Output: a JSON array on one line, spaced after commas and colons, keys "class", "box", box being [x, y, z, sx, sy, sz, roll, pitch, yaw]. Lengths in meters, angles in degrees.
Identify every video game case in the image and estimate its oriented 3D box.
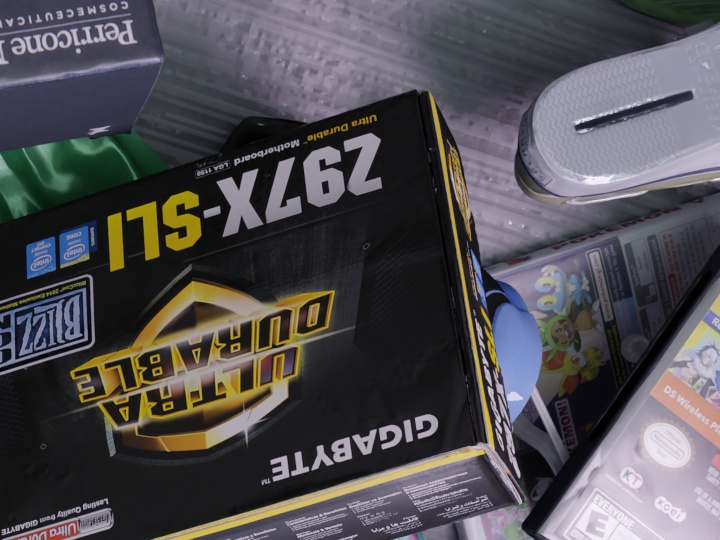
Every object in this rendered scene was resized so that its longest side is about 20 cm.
[{"class": "video game case", "box": [0.197, 0.095, 0.946, 0.200, 0.026, 0.181, 38, 83, -12]}, {"class": "video game case", "box": [0.126, 0.079, 1.032, 0.182, 0.023, 0.200, -18, 105, -14]}]

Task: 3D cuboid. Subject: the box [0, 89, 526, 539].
[{"class": "box", "box": [-0.050, 0.034, 0.814, 0.200, 0.160, 0.049, -17, 142, 13]}]

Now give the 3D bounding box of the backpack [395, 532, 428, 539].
[{"class": "backpack", "box": [-0.059, 0.117, 0.903, 0.153, 0.176, 0.200, 19, 95, -34]}]

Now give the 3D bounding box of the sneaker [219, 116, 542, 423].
[{"class": "sneaker", "box": [0.000, 0.000, 0.885, 0.078, 0.200, 0.070, 28, 102, -32]}]

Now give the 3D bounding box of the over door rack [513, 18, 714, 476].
[{"class": "over door rack", "box": [0.120, 0.008, 0.977, 0.148, 0.067, 0.200, -23, 92, -14]}]

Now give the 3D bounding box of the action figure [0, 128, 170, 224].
[{"class": "action figure", "box": [-0.150, -0.065, 0.907, 0.118, 0.055, 0.200, -33, 100, -8]}]

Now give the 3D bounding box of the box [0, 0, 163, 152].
[{"class": "box", "box": [-0.171, -0.146, 0.830, 0.148, 0.107, 0.200, -11, 83, -15]}]

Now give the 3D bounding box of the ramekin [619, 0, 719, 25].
[{"class": "ramekin", "box": [0.176, -0.203, 0.959, 0.200, 0.098, 0.200, -3, 100, -16]}]

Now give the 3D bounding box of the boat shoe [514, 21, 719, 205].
[{"class": "boat shoe", "box": [0.155, -0.072, 0.923, 0.200, 0.062, 0.072, -11, 83, -11]}]
